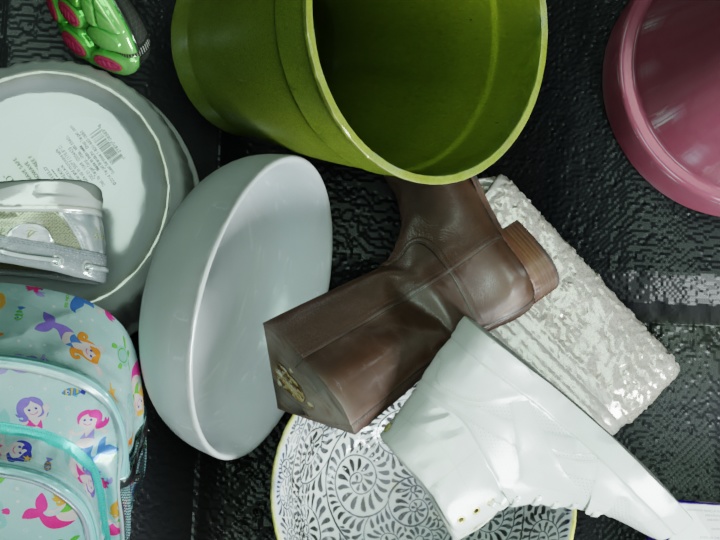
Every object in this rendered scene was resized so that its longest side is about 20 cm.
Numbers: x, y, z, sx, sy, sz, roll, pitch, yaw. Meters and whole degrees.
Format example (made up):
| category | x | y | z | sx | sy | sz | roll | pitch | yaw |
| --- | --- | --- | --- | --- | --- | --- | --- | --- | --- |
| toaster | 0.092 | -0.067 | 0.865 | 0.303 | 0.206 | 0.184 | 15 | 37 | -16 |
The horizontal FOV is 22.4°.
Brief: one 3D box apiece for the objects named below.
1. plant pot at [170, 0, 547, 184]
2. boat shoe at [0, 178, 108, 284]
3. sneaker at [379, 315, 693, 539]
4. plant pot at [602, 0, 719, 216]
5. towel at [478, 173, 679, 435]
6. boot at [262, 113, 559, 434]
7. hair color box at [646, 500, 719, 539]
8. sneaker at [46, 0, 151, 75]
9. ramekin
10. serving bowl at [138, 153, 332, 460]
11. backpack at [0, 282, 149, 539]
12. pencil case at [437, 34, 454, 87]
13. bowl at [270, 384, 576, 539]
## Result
| category | x | y | z | sx | sy | sz | roll | pitch | yaw |
| --- | --- | --- | --- | --- | --- | --- | --- | --- | --- |
| plant pot | -0.017 | -0.155 | 1.175 | 0.200 | 0.193 | 0.200 | -2 | 93 | -40 |
| boat shoe | -0.255 | -0.014 | 1.106 | 0.202 | 0.074 | 0.065 | -6 | 80 | -13 |
| sneaker | 0.105 | 0.132 | 1.145 | 0.200 | 0.074 | 0.116 | 39 | 91 | -12 |
| plant pot | 0.281 | -0.143 | 1.230 | 0.200 | 0.179 | 0.200 | 1 | 84 | -7 |
| towel | 0.114 | 0.041 | 1.263 | 0.133 | 0.034 | 0.200 | -44 | 90 | -8 |
| boot | 0.000 | 0.000 | 1.186 | 0.200 | 0.064 | 0.186 | -33 | 60 | -22 |
| hair color box | 0.251 | 0.259 | 1.237 | 0.109 | 0.065 | 0.200 | 4 | 81 | -6 |
| sneaker | -0.175 | -0.214 | 1.214 | 0.084 | 0.077 | 0.200 | -13 | 57 | -19 |
| ramekin | -0.204 | -0.046 | 1.204 | 0.200 | 0.105 | 0.200 | 1 | 83 | -6 |
| serving bowl | -0.089 | 0.018 | 1.176 | 0.066 | 0.200 | 0.200 | 14 | 81 | 20 |
| backpack | -0.221 | 0.107 | 1.117 | 0.177 | 0.151 | 0.200 | 6 | 127 | -3 |
| pencil case | 0.076 | -0.188 | 1.262 | 0.089 | 0.078 | 0.200 | 3 | 83 | -26 |
| bowl | 0.034 | 0.155 | 1.205 | 0.201 | 0.094 | 0.201 | 2 | 76 | -10 |
